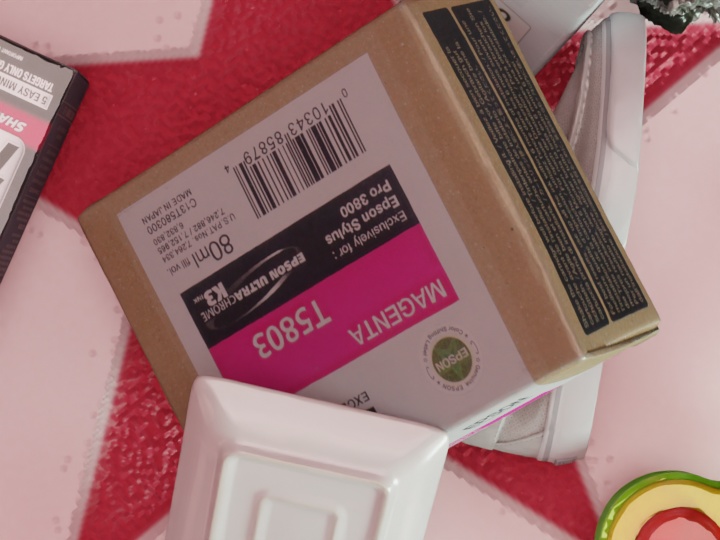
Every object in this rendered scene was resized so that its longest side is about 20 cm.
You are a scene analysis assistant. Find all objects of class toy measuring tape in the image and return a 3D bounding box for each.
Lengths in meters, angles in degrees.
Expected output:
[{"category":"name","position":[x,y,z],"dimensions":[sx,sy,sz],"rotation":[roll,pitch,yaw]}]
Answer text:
[{"category":"toy measuring tape","position":[0.155,0.089,1.199],"dimensions":[0.073,0.074,0.201],"rotation":[28,89,0]}]

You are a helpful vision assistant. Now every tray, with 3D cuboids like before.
[{"category":"tray","position":[-0.032,0.130,1.154],"dimensions":[0.107,0.022,0.201],"rotation":[12,133,-1]}]

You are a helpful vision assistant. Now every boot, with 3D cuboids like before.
[{"category":"boot","position":[0.067,-0.019,1.195],"dimensions":[0.095,0.074,0.201],"rotation":[9,93,1]}]

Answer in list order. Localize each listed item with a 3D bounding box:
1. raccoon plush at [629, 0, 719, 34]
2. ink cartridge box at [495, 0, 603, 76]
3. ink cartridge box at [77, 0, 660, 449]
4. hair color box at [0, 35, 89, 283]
[{"category":"raccoon plush","position":[0.191,-0.181,1.199],"dimensions":[0.133,0.097,0.201],"rotation":[3,77,-23]},{"category":"ink cartridge box","position":[0.060,-0.189,1.148],"dimensions":[0.162,0.200,0.057],"rotation":[42,55,1]},{"category":"ink cartridge box","position":[0.000,0.000,1.146],"dimensions":[0.200,0.075,0.165],"rotation":[-31,83,32]},{"category":"hair color box","position":[-0.206,-0.015,1.202],"dimensions":[0.099,0.061,0.201],"rotation":[24,89,0]}]
